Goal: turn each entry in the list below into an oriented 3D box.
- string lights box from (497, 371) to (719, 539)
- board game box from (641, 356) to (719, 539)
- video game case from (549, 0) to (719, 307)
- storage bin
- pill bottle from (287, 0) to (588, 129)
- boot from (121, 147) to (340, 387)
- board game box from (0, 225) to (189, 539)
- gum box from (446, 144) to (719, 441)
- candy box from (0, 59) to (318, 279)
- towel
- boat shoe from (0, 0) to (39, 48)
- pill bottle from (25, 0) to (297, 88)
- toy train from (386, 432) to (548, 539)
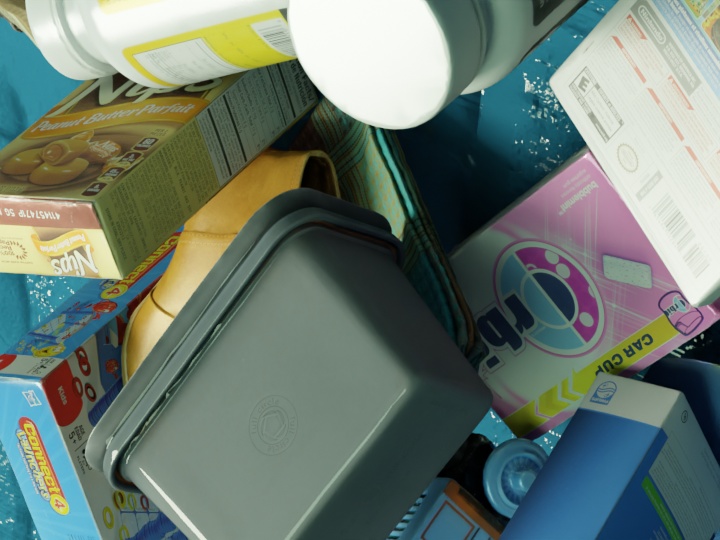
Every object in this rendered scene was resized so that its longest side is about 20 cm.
[{"bbox_3d":[0.120,0.166,1.512,0.059,0.201,0.103,13,147,37],"label":"string lights box"},{"bbox_3d":[0.218,0.119,1.592,0.158,0.039,0.200,38,142,11],"label":"board game box"},{"bbox_3d":[0.184,-0.097,1.354,0.200,0.018,0.144,-49,64,41],"label":"video game case"},{"bbox_3d":[-0.025,0.083,1.529,0.200,0.145,0.134,-51,57,14],"label":"storage bin"},{"bbox_3d":[0.056,-0.158,1.405,0.113,0.200,0.114,21,131,26],"label":"pill bottle"},{"bbox_3d":[-0.070,0.028,1.646,0.144,0.070,0.203,4,91,50],"label":"boot"},{"bbox_3d":[-0.126,0.100,1.747,0.056,0.196,0.201,1,121,38],"label":"board game box"},{"bbox_3d":[0.120,0.007,1.573,0.114,0.066,0.200,51,138,-1],"label":"gum box"},{"bbox_3d":[-0.128,-0.071,1.619,0.115,0.200,0.056,4,125,37],"label":"candy box"},{"bbox_3d":[0.000,0.000,1.628,0.147,0.022,0.201,-52,51,46],"label":"towel"},{"bbox_3d":[-0.210,-0.189,1.654,0.065,0.072,0.200,26,166,26],"label":"boat shoe"},{"bbox_3d":[-0.086,-0.163,1.568,0.199,0.112,0.113,-10,114,35],"label":"pill bottle"},{"bbox_3d":[0.091,0.177,1.623,0.200,0.115,0.087,43,162,-21],"label":"toy train"}]
